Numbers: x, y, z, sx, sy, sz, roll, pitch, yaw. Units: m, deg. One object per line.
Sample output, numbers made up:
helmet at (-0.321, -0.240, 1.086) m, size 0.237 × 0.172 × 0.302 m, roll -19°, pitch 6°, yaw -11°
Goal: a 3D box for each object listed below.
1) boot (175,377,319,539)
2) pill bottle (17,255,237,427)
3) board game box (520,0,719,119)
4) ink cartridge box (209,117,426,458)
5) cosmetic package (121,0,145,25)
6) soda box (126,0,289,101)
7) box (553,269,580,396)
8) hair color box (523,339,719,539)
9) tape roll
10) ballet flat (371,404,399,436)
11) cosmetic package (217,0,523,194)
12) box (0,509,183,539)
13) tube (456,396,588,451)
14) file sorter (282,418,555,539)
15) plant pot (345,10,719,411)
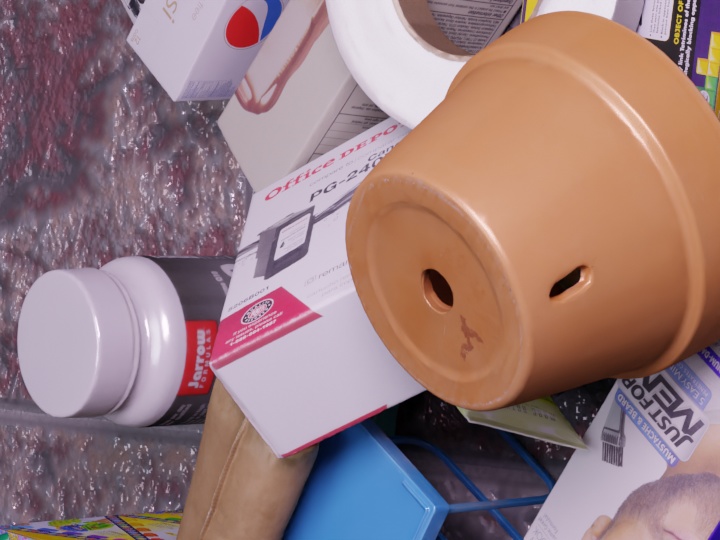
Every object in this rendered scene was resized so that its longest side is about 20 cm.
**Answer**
boot at (-0.068, 0.183, 1.490) m, size 0.175 × 0.066 × 0.200 m, roll 42°, pitch 120°, yaw 41°
pill bottle at (-0.118, 0.047, 1.630) m, size 0.114 × 0.200 × 0.114 m, roll 1°, pitch 92°, yaw 49°
board game box at (0.168, -0.157, 1.402) m, size 0.165 × 0.057 × 0.201 m, roll 19°, pitch 106°, yaw 50°
ink cartridge box at (0.000, 0.000, 1.464) m, size 0.145 × 0.083 × 0.200 m, roll -28°, pitch 25°, yaw 20°
cosmetic package at (-0.101, -0.244, 1.721) m, size 0.200 × 0.051 × 0.083 m, roll -54°, pitch 53°, yaw 35°
soda box at (-0.075, -0.206, 1.579) m, size 0.068 × 0.064 × 0.200 m, roll 51°, pitch 127°, yaw 30°
box at (0.142, -0.008, 1.385) m, size 0.075 × 0.050 × 0.200 m, roll 53°, pitch 147°, yaw 14°
hair color box at (0.183, 0.114, 1.383) m, size 0.109 × 0.065 × 0.200 m, roll 50°, pitch 128°, yaw 36°
tape roll at (0.069, -0.173, 1.407) m, size 0.202 × 0.037 × 0.204 m, roll 2°, pitch 93°, yaw 34°
ballet flat at (-0.008, 0.087, 1.601) m, size 0.067 × 0.070 × 0.201 m, roll 38°, pitch 119°, yaw 42°
cosmetic package at (0.005, -0.135, 1.560) m, size 0.200 × 0.103 × 0.087 m, roll -55°, pitch 50°, yaw 32°
box at (-0.142, 0.274, 1.667) m, size 0.122 × 0.192 × 0.201 m, roll 7°, pitch 95°, yaw 49°
tube at (0.073, 0.059, 1.464) m, size 0.200 × 0.058 × 0.052 m, roll -123°, pitch 10°, yaw -66°
file sorter at (0.016, 0.182, 1.534) m, size 0.139 × 0.122 × 0.200 m, roll 46°, pitch 123°, yaw 40°
plant pot at (0.087, -0.018, 1.278) m, size 0.200 × 0.140 × 0.201 m, roll 33°, pitch 138°, yaw 36°
